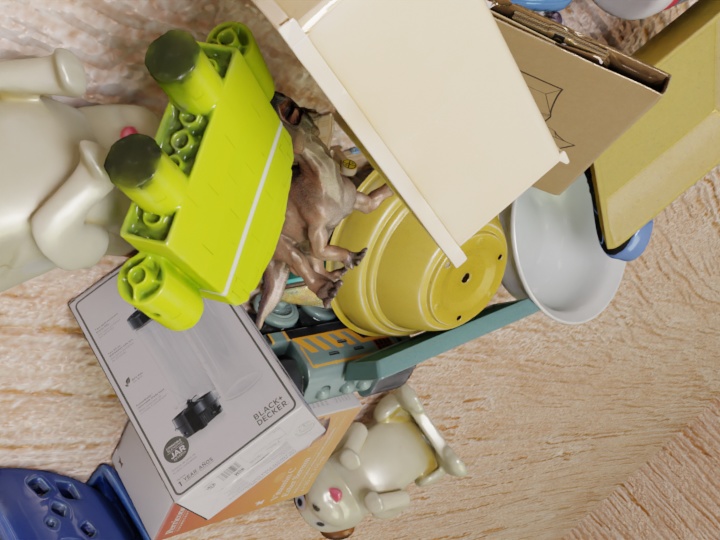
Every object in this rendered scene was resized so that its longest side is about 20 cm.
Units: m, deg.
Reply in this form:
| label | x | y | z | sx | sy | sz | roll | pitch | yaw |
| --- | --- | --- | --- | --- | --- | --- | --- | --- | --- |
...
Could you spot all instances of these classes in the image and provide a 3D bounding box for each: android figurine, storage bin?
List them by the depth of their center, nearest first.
| label | x | y | z | sx | sy | sz | roll | pitch | yaw |
| --- | --- | --- | --- | --- | --- | --- | --- | --- | --- |
| storage bin | 0.003 | -0.139 | 0.516 | 0.094 | 0.199 | 0.200 | -39 | 137 | 4 |
| android figurine | -0.089 | -0.053 | 0.548 | 0.200 | 0.041 | 0.183 | 57 | 47 | -71 |

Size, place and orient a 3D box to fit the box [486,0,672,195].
| label | x | y | z | sx | sy | sz | roll | pitch | yaw |
| --- | --- | --- | --- | --- | --- | --- | --- | --- | --- |
| box | 0.118 | -0.129 | 0.688 | 0.200 | 0.163 | 0.021 | 122 | -9 | -71 |

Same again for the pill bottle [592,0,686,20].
| label | x | y | z | sx | sy | sz | roll | pitch | yaw |
| --- | --- | --- | --- | --- | --- | --- | --- | --- | --- |
| pill bottle | 0.281 | -0.291 | 0.727 | 0.199 | 0.120 | 0.120 | -26 | 148 | -21 |

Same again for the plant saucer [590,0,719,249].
| label | x | y | z | sx | sy | sz | roll | pitch | yaw |
| --- | --- | --- | --- | --- | --- | --- | --- | --- | --- |
| plant saucer | 0.272 | -0.141 | 0.799 | 0.200 | 0.048 | 0.200 | -38 | 144 | -5 |

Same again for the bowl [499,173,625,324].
| label | x | y | z | sx | sy | sz | roll | pitch | yaw |
| --- | --- | --- | --- | --- | --- | --- | --- | --- | --- |
| bowl | 0.194 | -0.044 | 0.955 | 0.200 | 0.090 | 0.203 | 2 | 87 | -40 |

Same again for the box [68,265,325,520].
| label | x | y | z | sx | sy | sz | roll | pitch | yaw |
| --- | --- | --- | --- | --- | --- | --- | --- | --- | --- |
| box | -0.129 | 0.072 | 0.691 | 0.116 | 0.200 | 0.060 | -37 | 150 | -4 |

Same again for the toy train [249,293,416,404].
| label | x | y | z | sx | sy | sz | roll | pitch | yaw |
| --- | --- | --- | --- | --- | --- | --- | --- | --- | --- |
| toy train | -0.035 | 0.076 | 0.883 | 0.199 | 0.114 | 0.086 | -7 | 137 | -43 |

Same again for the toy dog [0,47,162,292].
| label | x | y | z | sx | sy | sz | roll | pitch | yaw |
| --- | --- | --- | --- | --- | --- | --- | --- | --- | --- |
| toy dog | -0.194 | -0.039 | 0.538 | 0.199 | 0.140 | 0.194 | -17 | 152 | -33 |

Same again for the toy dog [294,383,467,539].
| label | x | y | z | sx | sy | sz | roll | pitch | yaw |
| --- | --- | --- | --- | --- | --- | --- | --- | --- | --- |
| toy dog | 0.003 | 0.251 | 1.154 | 0.199 | 0.140 | 0.194 | -34 | -174 | -12 |

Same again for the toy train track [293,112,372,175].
| label | x | y | z | sx | sy | sz | roll | pitch | yaw |
| --- | --- | --- | --- | --- | --- | --- | --- | --- | --- |
| toy train track | -0.002 | -0.087 | 0.780 | 0.199 | 0.033 | 0.115 | -19 | 144 | -33 |

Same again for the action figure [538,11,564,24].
| label | x | y | z | sx | sy | sz | roll | pitch | yaw |
| --- | --- | --- | --- | --- | --- | --- | --- | --- | --- |
| action figure | 0.153 | -0.165 | 0.798 | 0.199 | 0.070 | 0.130 | 27 | 111 | -40 |

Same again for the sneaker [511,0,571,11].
| label | x | y | z | sx | sy | sz | roll | pitch | yaw |
| --- | --- | --- | --- | --- | --- | --- | --- | --- | --- |
| sneaker | 0.087 | -0.238 | 0.655 | 0.199 | 0.071 | 0.083 | -8 | 115 | -37 |

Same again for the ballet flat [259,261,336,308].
| label | x | y | z | sx | sy | sz | roll | pitch | yaw |
| --- | --- | --- | --- | --- | --- | --- | --- | --- | --- |
| ballet flat | 0.000 | 0.000 | 0.856 | 0.199 | 0.071 | 0.071 | -27 | 148 | -24 |

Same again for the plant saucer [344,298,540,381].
| label | x | y | z | sx | sy | sz | roll | pitch | yaw |
| --- | --- | --- | --- | --- | --- | --- | --- | --- | --- |
| plant saucer | 0.079 | 0.064 | 0.855 | 0.199 | 0.019 | 0.070 | -18 | -178 | -31 |

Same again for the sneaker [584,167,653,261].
| label | x | y | z | sx | sy | sz | roll | pitch | yaw |
| --- | --- | --- | --- | --- | --- | --- | --- | --- | --- |
| sneaker | 0.247 | -0.110 | 0.904 | 0.077 | 0.202 | 0.070 | 1 | 175 | -33 |

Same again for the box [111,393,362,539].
| label | x | y | z | sx | sy | sz | roll | pitch | yaw |
| --- | --- | --- | --- | --- | --- | --- | --- | --- | --- |
| box | -0.126 | 0.166 | 0.913 | 0.199 | 0.107 | 0.153 | -7 | 138 | -43 |

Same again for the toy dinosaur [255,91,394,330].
| label | x | y | z | sx | sy | sz | roll | pitch | yaw |
| --- | --- | --- | --- | --- | --- | --- | --- | --- | --- |
| toy dinosaur | -0.053 | -0.051 | 0.693 | 0.200 | 0.135 | 0.086 | -53 | -176 | 37 |

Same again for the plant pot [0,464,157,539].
| label | x | y | z | sx | sy | sz | roll | pitch | yaw |
| --- | --- | --- | --- | --- | --- | --- | --- | --- | --- |
| plant pot | -0.291 | 0.315 | 0.853 | 0.200 | 0.200 | 0.179 | -52 | 153 | 21 |

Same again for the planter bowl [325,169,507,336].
| label | x | y | z | sx | sy | sz | roll | pitch | yaw |
| --- | --- | --- | --- | --- | --- | --- | --- | --- | --- |
| planter bowl | 0.072 | -0.009 | 0.811 | 0.199 | 0.083 | 0.202 | -21 | 128 | -30 |
